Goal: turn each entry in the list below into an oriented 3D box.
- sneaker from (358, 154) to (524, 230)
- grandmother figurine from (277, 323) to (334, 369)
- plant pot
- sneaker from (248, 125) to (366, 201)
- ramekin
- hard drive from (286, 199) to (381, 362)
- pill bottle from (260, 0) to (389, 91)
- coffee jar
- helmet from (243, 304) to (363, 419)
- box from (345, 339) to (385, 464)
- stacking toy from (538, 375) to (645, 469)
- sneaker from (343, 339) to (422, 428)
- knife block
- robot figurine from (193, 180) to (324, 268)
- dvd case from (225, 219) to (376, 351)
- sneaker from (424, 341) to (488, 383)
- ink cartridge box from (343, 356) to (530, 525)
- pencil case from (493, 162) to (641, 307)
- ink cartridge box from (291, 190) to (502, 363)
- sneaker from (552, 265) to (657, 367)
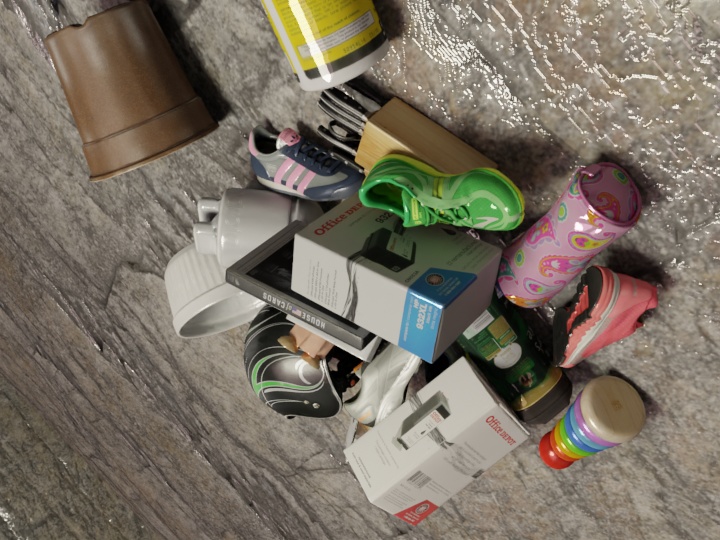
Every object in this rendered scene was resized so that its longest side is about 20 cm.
[{"bbox_3d":[0.085,-0.072,0.916,0.198,0.084,0.075,14,133,33],"label":"sneaker"},{"bbox_3d":[-0.023,0.039,1.171,0.121,0.201,0.061,34,-176,-12],"label":"grandmother figurine"},{"bbox_3d":[-0.328,-0.255,1.171,0.199,0.200,0.200,-3,116,46],"label":"plant pot"},{"bbox_3d":[-0.075,-0.146,1.121,0.198,0.070,0.083,11,133,34],"label":"sneaker"},{"bbox_3d":[-0.208,0.015,1.305,0.200,0.198,0.106,-42,68,54],"label":"ramekin"},{"bbox_3d":[0.000,0.000,1.102,0.131,0.202,0.026,25,178,25],"label":"hard drive"},{"bbox_3d":[-0.055,-0.308,0.906,0.113,0.114,0.201,1,126,44],"label":"pill bottle"},{"bbox_3d":[0.185,0.100,1.078,0.201,0.085,0.104,51,-176,-9],"label":"coffee jar"},{"bbox_3d":[-0.089,0.132,1.309,0.189,0.201,0.202,-5,123,33],"label":"helmet"},{"bbox_3d":[0.030,0.169,1.198,0.059,0.202,0.117,15,-175,-2],"label":"box"},{"bbox_3d":[0.291,0.212,1.114,0.085,0.085,0.200,39,150,7],"label":"stacking toy"},{"bbox_3d":[0.040,0.115,1.097,0.079,0.074,0.202,24,98,4],"label":"sneaker"},{"bbox_3d":[0.043,-0.160,0.995,0.199,0.064,0.177,-1,125,45],"label":"knife block"},{"bbox_3d":[-0.131,-0.054,1.180,0.197,0.172,0.113,4,154,-3],"label":"robot figurine"},{"bbox_3d":[-0.042,0.012,1.031,0.198,0.150,0.025,24,128,22],"label":"dvd case"},{"bbox_3d":[0.129,0.152,1.202,0.073,0.081,0.202,7,130,40],"label":"sneaker"},{"bbox_3d":[0.101,0.222,1.079,0.083,0.199,0.147,55,-174,38],"label":"ink cartridge box"},{"bbox_3d":[0.222,-0.034,0.928,0.087,0.087,0.200,41,145,4],"label":"pencil case"},{"bbox_3d":[0.040,-0.001,0.969,0.199,0.145,0.084,26,130,25],"label":"ink cartridge box"},{"bbox_3d":[0.282,0.067,0.980,0.086,0.075,0.201,8,152,-3],"label":"sneaker"}]
